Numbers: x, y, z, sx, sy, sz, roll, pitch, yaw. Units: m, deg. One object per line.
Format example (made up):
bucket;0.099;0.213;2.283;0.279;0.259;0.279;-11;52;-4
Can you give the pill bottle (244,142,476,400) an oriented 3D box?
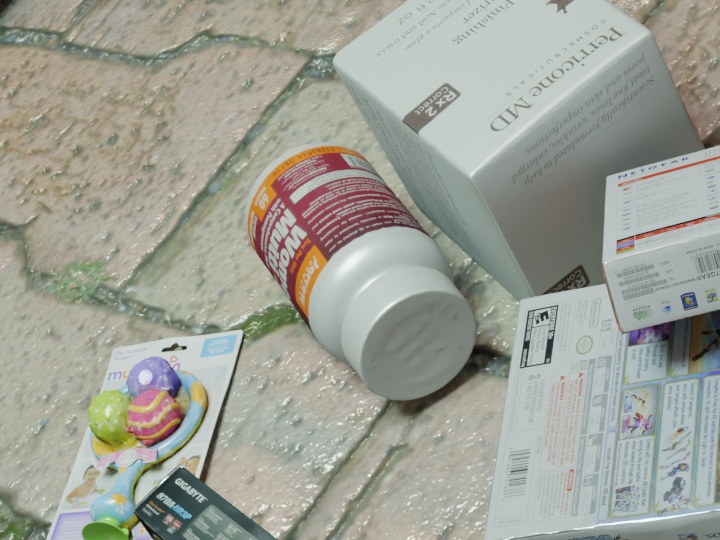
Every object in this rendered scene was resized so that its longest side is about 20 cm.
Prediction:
pill bottle;0.000;0.000;1.661;0.109;0.110;0.200;-34;40;-3

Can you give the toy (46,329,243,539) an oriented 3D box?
toy;-0.164;0.114;1.696;0.114;0.047;0.201;-8;46;23

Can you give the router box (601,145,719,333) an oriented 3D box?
router box;0.253;-0.037;1.450;0.199;0.049;0.180;-15;17;12

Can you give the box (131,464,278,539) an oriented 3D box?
box;-0.041;0.222;1.428;0.046;0.159;0.200;-43;41;-15

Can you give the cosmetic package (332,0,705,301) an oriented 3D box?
cosmetic package;0.117;-0.103;1.648;0.165;0.165;0.200;-39;41;-7

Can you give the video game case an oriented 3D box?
video game case;0.177;0.089;1.437;0.180;0.046;0.201;-12;44;25
